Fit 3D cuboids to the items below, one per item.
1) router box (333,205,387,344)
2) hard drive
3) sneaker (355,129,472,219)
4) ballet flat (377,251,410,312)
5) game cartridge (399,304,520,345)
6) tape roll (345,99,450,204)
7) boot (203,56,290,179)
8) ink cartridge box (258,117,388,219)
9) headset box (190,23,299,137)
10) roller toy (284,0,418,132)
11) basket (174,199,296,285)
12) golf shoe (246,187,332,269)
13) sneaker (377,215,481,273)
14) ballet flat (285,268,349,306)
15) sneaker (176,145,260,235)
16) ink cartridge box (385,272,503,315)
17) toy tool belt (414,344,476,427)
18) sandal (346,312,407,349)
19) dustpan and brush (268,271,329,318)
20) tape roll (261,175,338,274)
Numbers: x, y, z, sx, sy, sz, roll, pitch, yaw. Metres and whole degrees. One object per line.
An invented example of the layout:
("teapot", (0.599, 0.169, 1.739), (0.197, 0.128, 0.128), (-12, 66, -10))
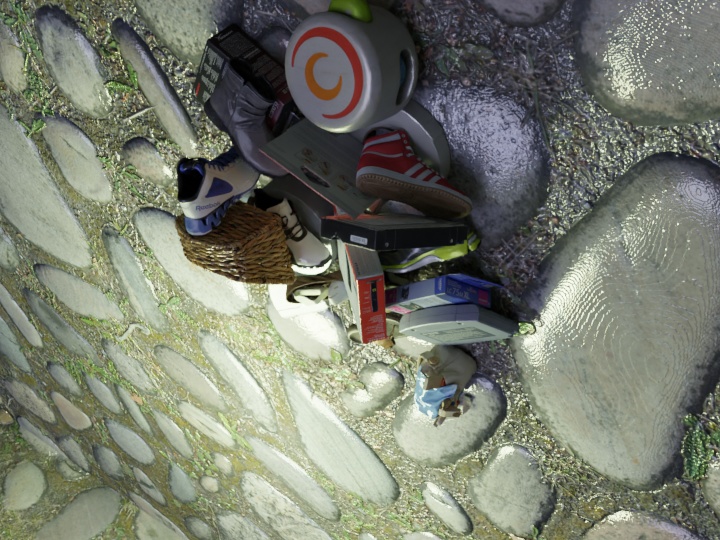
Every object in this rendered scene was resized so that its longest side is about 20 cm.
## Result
("router box", (0.000, 0.000, 1.645), (0.180, 0.049, 0.200), (85, 171, -47))
("hard drive", (0.055, -0.064, 1.452), (0.140, 0.200, 0.038), (17, 106, 49))
("sneaker", (0.091, -0.158, 1.476), (0.200, 0.113, 0.071), (17, 143, -16))
("ballet flat", (0.057, 0.005, 1.705), (0.065, 0.071, 0.200), (17, 137, 37))
("game cartridge", (0.173, 0.100, 1.662), (0.133, 0.042, 0.200), (26, 155, -36))
("tape roll", (0.058, -0.203, 1.535), (0.203, 0.037, 0.203), (25, 139, 24))
("boot", (-0.174, -0.256, 1.551), (0.200, 0.070, 0.132), (42, 138, -6))
("ink cartridge box", (-0.048, -0.163, 1.494), (0.200, 0.174, 0.044), (37, 134, 10))
("headset box", (-0.194, -0.315, 1.627), (0.200, 0.075, 0.149), (40, 143, 5))
("roller toy", (-0.011, -0.312, 1.402), (0.200, 0.140, 0.183), (-31, 89, 43))
("basket", (-0.236, -0.030, 1.663), (0.200, 0.143, 0.149), (23, 137, 40))
("golf shoe", (-0.137, -0.078, 1.693), (0.200, 0.078, 0.095), (32, 141, 14))
("sneaker", (0.109, -0.052, 1.594), (0.200, 0.074, 0.081), (-17, 102, 26))
("ballet flat", (-0.068, 0.039, 1.818), (0.200, 0.072, 0.068), (-4, 128, 28))
("sneaker", (-0.255, -0.168, 1.598), (0.080, 0.200, 0.115), (17, 149, 30))
("ink cartridge box", (0.146, 0.049, 1.640), (0.119, 0.042, 0.200), (18, 156, -37))
("toy tool belt", (0.152, 0.244, 1.803), (0.125, 0.123, 0.200), (25, 139, 23))
("sandal", (0.036, 0.131, 1.837), (0.082, 0.055, 0.200), (33, 150, -29))
("dustpan and brush", (-0.157, 0.001, 1.923), (0.139, 0.057, 0.200), (-12, 123, 35))
("tape roll", (-0.119, -0.091, 1.780), (0.200, 0.066, 0.201), (25, 139, 24))
